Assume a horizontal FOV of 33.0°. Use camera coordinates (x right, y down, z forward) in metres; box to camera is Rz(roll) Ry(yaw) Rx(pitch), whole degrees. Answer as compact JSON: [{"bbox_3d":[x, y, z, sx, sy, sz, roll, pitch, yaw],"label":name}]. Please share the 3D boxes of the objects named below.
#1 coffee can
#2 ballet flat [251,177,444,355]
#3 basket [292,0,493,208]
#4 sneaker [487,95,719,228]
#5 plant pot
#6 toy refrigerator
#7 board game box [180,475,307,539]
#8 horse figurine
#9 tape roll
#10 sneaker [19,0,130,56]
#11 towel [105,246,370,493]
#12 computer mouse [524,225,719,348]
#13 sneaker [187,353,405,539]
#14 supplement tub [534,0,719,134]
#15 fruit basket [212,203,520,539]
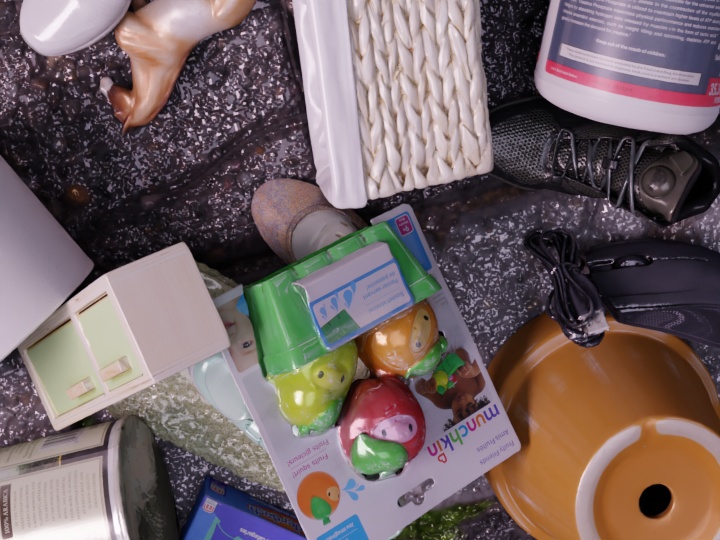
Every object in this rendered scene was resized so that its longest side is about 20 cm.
[{"bbox_3d":[-0.249,0.202,0.907,0.197,0.146,0.149,-13,102,4],"label":"coffee can"},{"bbox_3d":[0.000,0.000,0.941,0.199,0.067,0.068,39,87,-11],"label":"ballet flat"},{"bbox_3d":[0.019,-0.159,0.878,0.121,0.136,0.203,-9,102,-5],"label":"basket"},{"bbox_3d":[0.183,-0.084,0.919,0.196,0.114,0.077,14,98,-6],"label":"sneaker"},{"bbox_3d":[0.198,0.142,0.928,0.197,0.183,0.204,-1,101,-5],"label":"plant pot"},{"bbox_3d":[-0.172,0.052,0.843,0.069,0.199,0.077,-25,90,-36],"label":"toy refrigerator"},{"bbox_3d":[-0.101,0.293,1.001,0.150,0.045,0.202,24,99,-9],"label":"board game box"},{"bbox_3d":[-0.132,-0.209,0.897,0.199,0.050,0.134,-33,95,5],"label":"horse figurine"},{"bbox_3d":[-0.304,0.011,0.847,0.202,0.203,0.140,-40,102,4],"label":"tape roll"},{"bbox_3d":[-0.169,-0.231,0.837,0.200,0.080,0.070,-44,89,8],"label":"sneaker"},{"bbox_3d":[-0.100,0.086,0.965,0.198,0.037,0.150,26,99,-10],"label":"towel"},{"bbox_3d":[0.234,0.011,0.940,0.197,0.139,0.053,10,124,-16],"label":"computer mouse"},{"bbox_3d":[-0.041,0.121,0.898,0.199,0.118,0.074,36,99,-14],"label":"sneaker"},{"bbox_3d":[0.210,-0.211,0.870,0.138,0.141,0.203,8,109,-7],"label":"supplement tub"},{"bbox_3d":[0.009,0.076,0.843,0.184,0.094,0.202,-26,88,-27],"label":"fruit basket"}]
